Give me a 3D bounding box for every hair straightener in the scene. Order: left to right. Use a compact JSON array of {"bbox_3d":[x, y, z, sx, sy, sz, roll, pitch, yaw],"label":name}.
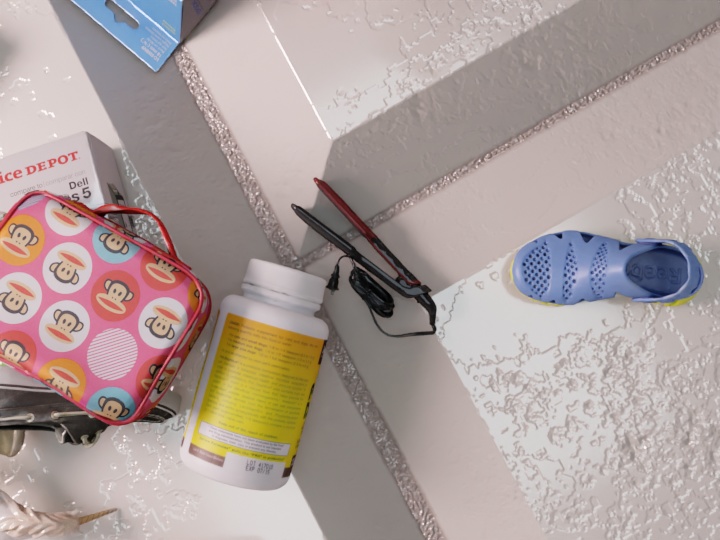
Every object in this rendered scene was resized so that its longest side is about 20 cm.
[{"bbox_3d":[0.000,0.000,0.829,0.077,0.041,0.200,-45,91,2],"label":"hair straightener"}]

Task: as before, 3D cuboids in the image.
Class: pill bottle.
[{"bbox_3d":[-0.096,0.097,0.776,0.108,0.109,0.203,15,87,3],"label":"pill bottle"}]

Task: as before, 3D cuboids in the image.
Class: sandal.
[{"bbox_3d":[0.248,-0.003,0.795,0.197,0.087,0.081,-2,87,3],"label":"sandal"}]

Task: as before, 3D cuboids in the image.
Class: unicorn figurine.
[{"bbox_3d":[-0.365,0.233,0.786,0.136,0.074,0.200,-29,120,25],"label":"unicorn figurine"}]

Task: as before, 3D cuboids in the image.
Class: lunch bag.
[{"bbox_3d":[-0.238,0.021,0.722,0.198,0.082,0.178,31,83,0],"label":"lunch bag"}]

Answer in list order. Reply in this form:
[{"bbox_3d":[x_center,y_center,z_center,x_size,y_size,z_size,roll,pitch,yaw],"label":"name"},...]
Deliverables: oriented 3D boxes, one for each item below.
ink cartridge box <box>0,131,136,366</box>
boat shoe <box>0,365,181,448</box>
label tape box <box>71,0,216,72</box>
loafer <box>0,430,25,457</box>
[{"bbox_3d":[-0.301,-0.017,0.809,0.143,0.084,0.203,-18,86,-1],"label":"ink cartridge box"},{"bbox_3d":[-0.273,0.137,0.777,0.197,0.071,0.065,9,65,-22],"label":"boat shoe"},{"bbox_3d":[-0.208,-0.336,0.841,0.144,0.063,0.201,39,87,4],"label":"label tape box"},{"bbox_3d":[-0.393,0.097,0.800,0.068,0.076,0.202,-18,75,-41],"label":"loafer"}]
